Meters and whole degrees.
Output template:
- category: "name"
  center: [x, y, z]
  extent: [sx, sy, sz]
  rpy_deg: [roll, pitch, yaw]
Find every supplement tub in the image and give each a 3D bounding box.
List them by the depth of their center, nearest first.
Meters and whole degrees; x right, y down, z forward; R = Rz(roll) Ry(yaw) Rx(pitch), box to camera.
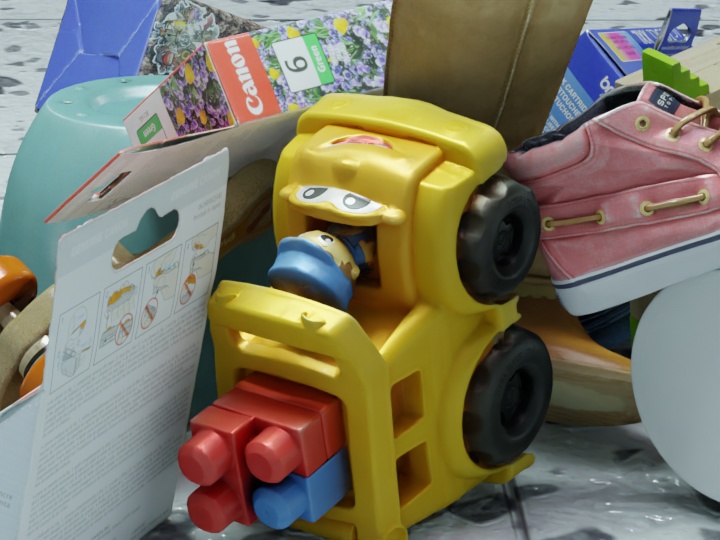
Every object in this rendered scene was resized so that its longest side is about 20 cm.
- category: "supplement tub"
  center: [0.247, 0.035, 1.131]
  extent: [0.145, 0.145, 0.200]
  rpy_deg: [17, 24, 40]

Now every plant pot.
- category: "plant pot"
  center: [-0.118, -0.022, 1.266]
  extent: [0.200, 0.161, 0.201]
  rpy_deg: [1, 19, 0]

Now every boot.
- category: "boot"
  center: [0.089, -0.078, 1.123]
  extent: [0.175, 0.200, 0.066]
  rpy_deg: [-1, 43, -18]
- category: "boot"
  center: [0.099, 0.006, 1.228]
  extent: [0.201, 0.071, 0.144]
  rpy_deg: [7, 60, 33]

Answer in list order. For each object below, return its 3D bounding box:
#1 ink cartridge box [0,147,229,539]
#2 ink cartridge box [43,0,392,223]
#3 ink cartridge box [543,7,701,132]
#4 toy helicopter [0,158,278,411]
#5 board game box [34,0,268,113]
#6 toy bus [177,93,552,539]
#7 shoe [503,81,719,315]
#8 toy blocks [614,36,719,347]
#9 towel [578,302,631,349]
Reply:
- category: "ink cartridge box"
  center: [-0.127, 0.050, 0.987]
  extent: [0.050, 0.200, 0.162]
  rpy_deg: [17, 23, 18]
- category: "ink cartridge box"
  center: [-0.067, -0.084, 1.136]
  extent: [0.200, 0.050, 0.109]
  rpy_deg: [-17, -9, -33]
- category: "ink cartridge box"
  center: [0.146, -0.082, 1.372]
  extent: [0.076, 0.200, 0.136]
  rpy_deg: [55, 28, 14]
- category: "toy helicopter"
  center: [-0.112, 0.015, 1.134]
  extent: [0.200, 0.132, 0.079]
  rpy_deg: [-38, 67, -17]
- category: "board game box"
  center: [-0.096, -0.120, 1.512]
  extent: [0.200, 0.097, 0.159]
  rpy_deg: [18, -1, -31]
- category: "toy bus"
  center: [-0.014, 0.038, 1.054]
  extent: [0.136, 0.200, 0.192]
  rpy_deg: [15, 33, 35]
- category: "shoe"
  center: [0.170, -0.054, 1.053]
  extent: [0.200, 0.091, 0.071]
  rpy_deg: [-22, 12, 21]
- category: "toy blocks"
  center: [0.215, -0.054, 1.225]
  extent: [0.137, 0.200, 0.100]
  rpy_deg: [-24, 34, -26]
- category: "towel"
  center: [0.176, -0.018, 1.326]
  extent: [0.200, 0.049, 0.112]
  rpy_deg: [-31, 26, -14]
